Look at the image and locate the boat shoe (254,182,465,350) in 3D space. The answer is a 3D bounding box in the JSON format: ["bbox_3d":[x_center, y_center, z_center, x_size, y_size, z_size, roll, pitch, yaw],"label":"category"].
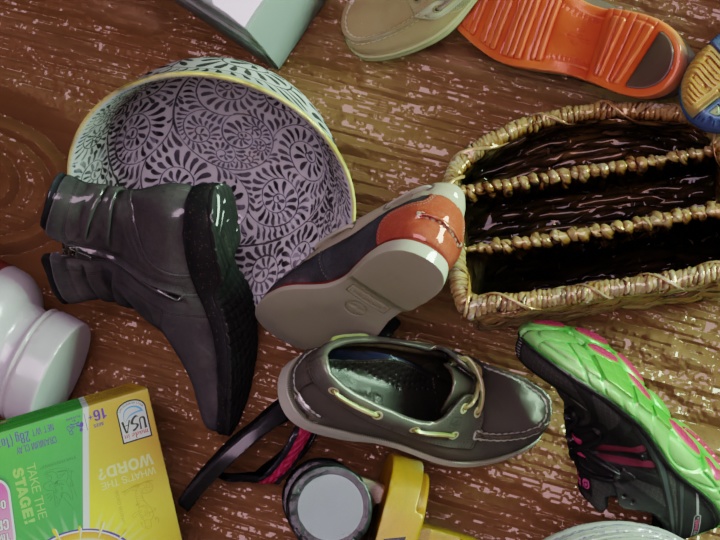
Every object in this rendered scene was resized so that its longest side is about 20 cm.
[{"bbox_3d":[0.000,0.000,1.228,0.071,0.200,0.063,33,57,-20],"label":"boat shoe"}]

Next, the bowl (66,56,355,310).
[{"bbox_3d":[-0.094,-0.078,1.288,0.199,0.202,0.095,4,41,8],"label":"bowl"}]

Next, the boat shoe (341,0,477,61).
[{"bbox_3d":[0.056,-0.214,1.284,0.199,0.064,0.072,-32,65,29],"label":"boat shoe"}]

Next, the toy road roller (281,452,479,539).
[{"bbox_3d":[0.004,0.222,1.251,0.145,0.123,0.202,16,85,-3],"label":"toy road roller"}]

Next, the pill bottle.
[{"bbox_3d":[-0.295,0.033,1.310,0.199,0.112,0.113,25,88,8],"label":"pill bottle"}]

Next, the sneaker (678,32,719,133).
[{"bbox_3d":[0.291,-0.144,1.250,0.199,0.088,0.076,-32,84,-15],"label":"sneaker"}]

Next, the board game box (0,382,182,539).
[{"bbox_3d":[-0.195,0.193,1.257,0.152,0.040,0.202,-16,99,-24],"label":"board game box"}]

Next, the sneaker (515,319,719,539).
[{"bbox_3d":[0.167,0.114,1.238,0.084,0.077,0.200,-40,105,13],"label":"sneaker"}]

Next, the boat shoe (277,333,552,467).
[{"bbox_3d":[0.047,0.085,1.244,0.200,0.060,0.073,10,63,-25],"label":"boat shoe"}]

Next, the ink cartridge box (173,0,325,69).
[{"bbox_3d":[-0.071,-0.268,1.296,0.145,0.145,0.201,34,89,9],"label":"ink cartridge box"}]

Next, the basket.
[{"bbox_3d":[0.154,-0.044,1.243,0.198,0.149,0.144,-8,83,7],"label":"basket"}]

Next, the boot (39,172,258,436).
[{"bbox_3d":[-0.144,0.020,1.284,0.131,0.070,0.201,3,120,13],"label":"boot"}]

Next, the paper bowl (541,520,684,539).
[{"bbox_3d":[0.171,0.270,1.201,0.199,0.104,0.202,-1,97,-8],"label":"paper bowl"}]

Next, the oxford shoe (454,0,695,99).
[{"bbox_3d":[0.143,-0.164,1.303,0.199,0.073,0.072,30,100,27],"label":"oxford shoe"}]

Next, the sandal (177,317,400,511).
[{"bbox_3d":[-0.043,0.107,1.293,0.200,0.075,0.045,-39,92,-1],"label":"sandal"}]
